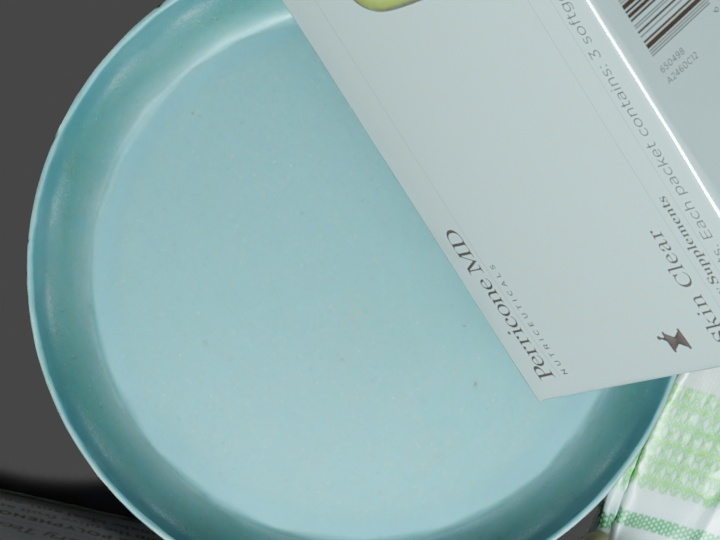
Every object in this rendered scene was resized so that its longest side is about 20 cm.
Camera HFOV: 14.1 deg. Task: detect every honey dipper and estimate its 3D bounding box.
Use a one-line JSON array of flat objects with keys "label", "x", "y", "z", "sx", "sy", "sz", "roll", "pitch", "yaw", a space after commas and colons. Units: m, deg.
[{"label": "honey dipper", "x": 0.026, "y": 0.052, "z": 0.908, "sx": 0.038, "sy": 0.038, "sz": 0.200, "roll": -42, "pitch": 87, "yaw": 10}]

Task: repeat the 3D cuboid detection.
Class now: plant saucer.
[{"label": "plant saucer", "x": 0.000, "y": 0.000, "z": 0.883, "sx": 0.200, "sy": 0.027, "sz": 0.200, "roll": 0, "pitch": 84, "yaw": -1}]

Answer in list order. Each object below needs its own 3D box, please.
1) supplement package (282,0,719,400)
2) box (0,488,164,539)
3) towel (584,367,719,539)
[{"label": "supplement package", "x": 0.075, "y": -0.092, "z": 0.803, "sx": 0.156, "sy": 0.111, "sz": 0.200, "roll": -42, "pitch": 105, "yaw": -34}, {"label": "box", "x": -0.162, "y": 0.175, "z": 0.882, "sx": 0.200, "sy": 0.171, "sz": 0.199, "roll": 12, "pitch": 104, "yaw": -2}, {"label": "towel", "x": 0.145, "y": 0.095, "z": 0.930, "sx": 0.149, "sy": 0.031, "sz": 0.200, "roll": 19, "pitch": 104, "yaw": -3}]
